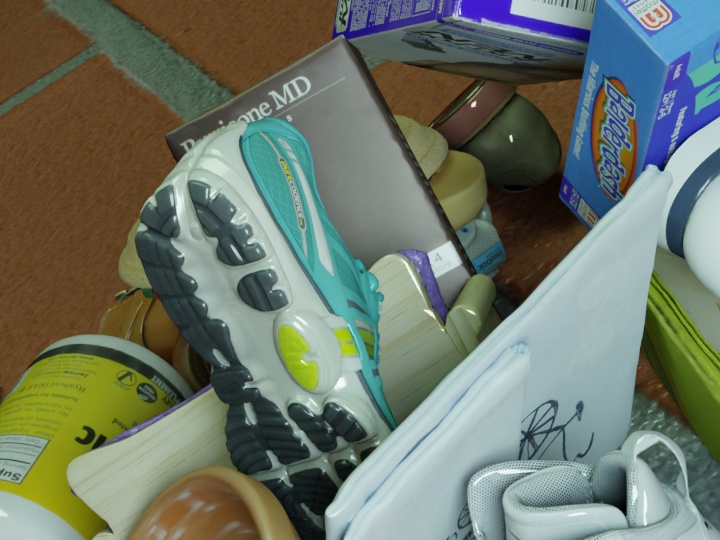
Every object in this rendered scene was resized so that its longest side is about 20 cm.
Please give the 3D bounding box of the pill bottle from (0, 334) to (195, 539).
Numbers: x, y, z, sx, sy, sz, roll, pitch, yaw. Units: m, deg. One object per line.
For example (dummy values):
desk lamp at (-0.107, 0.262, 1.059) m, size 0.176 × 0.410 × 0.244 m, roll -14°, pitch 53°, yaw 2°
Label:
pill bottle at (-0.160, 0.132, 0.958) m, size 0.111 × 0.112 × 0.200 m, roll -17°, pitch 27°, yaw 31°

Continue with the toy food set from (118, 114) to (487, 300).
toy food set at (-0.038, -0.031, 1.038) m, size 0.199 × 0.049 × 0.198 m, roll -25°, pitch 17°, yaw -11°

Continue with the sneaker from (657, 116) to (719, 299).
sneaker at (0.213, -0.050, 0.759) m, size 0.200 × 0.077 × 0.080 m, roll -37°, pitch 50°, yaw -11°

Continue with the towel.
towel at (0.142, 0.045, 0.791) m, size 0.018 × 0.086 × 0.200 m, roll -26°, pitch 23°, yaw 2°

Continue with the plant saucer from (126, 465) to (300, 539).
plant saucer at (-0.064, 0.176, 0.726) m, size 0.200 × 0.037 × 0.201 m, roll -42°, pitch 39°, yaw 46°

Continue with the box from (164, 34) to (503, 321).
box at (0.000, 0.000, 0.903) m, size 0.100 × 0.201 × 0.075 m, roll -29°, pitch -3°, yaw 4°

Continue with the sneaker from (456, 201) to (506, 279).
sneaker at (0.035, 0.005, 1.034) m, size 0.086 × 0.075 × 0.200 m, roll -17°, pitch 26°, yaw 17°

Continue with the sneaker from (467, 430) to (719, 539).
sneaker at (0.050, 0.139, 0.669) m, size 0.199 × 0.115 × 0.075 m, roll -31°, pitch 26°, yaw 0°

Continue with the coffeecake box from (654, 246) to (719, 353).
coffeecake box at (0.237, -0.043, 0.870) m, size 0.200 × 0.073 × 0.153 m, roll -39°, pitch 25°, yaw -18°

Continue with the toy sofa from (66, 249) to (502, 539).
toy sofa at (-0.023, 0.072, 0.829) m, size 0.200 × 0.098 × 0.083 m, roll -34°, pitch 1°, yaw 13°

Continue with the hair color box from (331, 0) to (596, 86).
hair color box at (0.066, -0.128, 0.890) m, size 0.109 × 0.065 × 0.200 m, roll 10°, pitch 2°, yaw -16°

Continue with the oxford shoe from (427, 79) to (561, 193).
oxford shoe at (0.081, -0.075, 1.154) m, size 0.070 × 0.075 × 0.200 m, roll -45°, pitch 2°, yaw 5°

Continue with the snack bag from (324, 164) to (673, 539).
snack bag at (0.057, 0.079, 0.731) m, size 0.021 × 0.189 × 0.200 m, roll 32°, pitch 59°, yaw 25°

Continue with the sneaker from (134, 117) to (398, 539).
sneaker at (-0.012, 0.034, 0.739) m, size 0.077 × 0.201 × 0.080 m, roll -5°, pitch 27°, yaw 36°

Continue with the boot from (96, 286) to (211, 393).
boot at (-0.104, 0.040, 1.135) m, size 0.154 × 0.074 × 0.200 m, roll -18°, pitch 14°, yaw 27°

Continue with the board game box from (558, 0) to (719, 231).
board game box at (0.178, -0.105, 0.782) m, size 0.200 × 0.152 × 0.045 m, roll -34°, pitch 67°, yaw -16°
